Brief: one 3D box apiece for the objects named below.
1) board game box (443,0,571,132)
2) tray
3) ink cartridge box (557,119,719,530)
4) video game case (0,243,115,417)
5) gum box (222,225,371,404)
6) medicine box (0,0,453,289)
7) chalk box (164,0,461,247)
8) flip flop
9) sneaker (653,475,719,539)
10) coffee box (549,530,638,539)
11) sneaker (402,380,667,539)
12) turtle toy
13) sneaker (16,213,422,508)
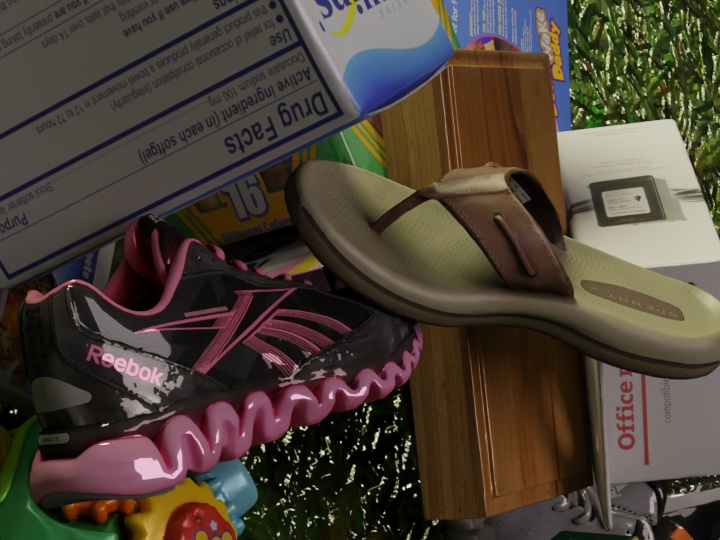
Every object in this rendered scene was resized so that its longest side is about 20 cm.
[{"bbox_3d":[0.062,-0.112,1.178,0.134,0.045,0.201,22,62,-48],"label":"board game box"},{"bbox_3d":[0.058,0.004,0.949,0.099,0.037,0.201,-6,89,-56],"label":"tray"},{"bbox_3d":[0.135,0.022,1.012,0.200,0.066,0.116,-92,176,-63],"label":"ink cartridge box"},{"bbox_3d":[-0.176,-0.038,0.864,0.200,0.018,0.144,34,53,-42],"label":"video game case"},{"bbox_3d":[0.000,0.000,1.003,0.200,0.113,0.066,-38,109,-51],"label":"gum box"},{"bbox_3d":[-0.096,-0.122,0.826,0.200,0.182,0.103,62,30,-7],"label":"medicine box"},{"bbox_3d":[-0.050,-0.127,0.969,0.124,0.124,0.201,-37,109,-51],"label":"chalk box"},{"bbox_3d":[0.065,-0.010,0.857,0.199,0.058,0.081,18,31,-11],"label":"flip flop"},{"bbox_3d":[0.150,0.166,1.199,0.200,0.070,0.090,-8,100,-53],"label":"sneaker"},{"bbox_3d":[0.081,0.196,0.932,0.200,0.044,0.123,-16,103,-66],"label":"coffee box"},{"bbox_3d":[0.091,0.098,1.059,0.075,0.115,0.200,-96,171,-59],"label":"sneaker"},{"bbox_3d":[-0.095,0.140,0.843,0.146,0.101,0.201,15,67,-50],"label":"turtle toy"},{"bbox_3d":[-0.052,0.020,0.806,0.200,0.079,0.096,-20,93,-50],"label":"sneaker"}]
